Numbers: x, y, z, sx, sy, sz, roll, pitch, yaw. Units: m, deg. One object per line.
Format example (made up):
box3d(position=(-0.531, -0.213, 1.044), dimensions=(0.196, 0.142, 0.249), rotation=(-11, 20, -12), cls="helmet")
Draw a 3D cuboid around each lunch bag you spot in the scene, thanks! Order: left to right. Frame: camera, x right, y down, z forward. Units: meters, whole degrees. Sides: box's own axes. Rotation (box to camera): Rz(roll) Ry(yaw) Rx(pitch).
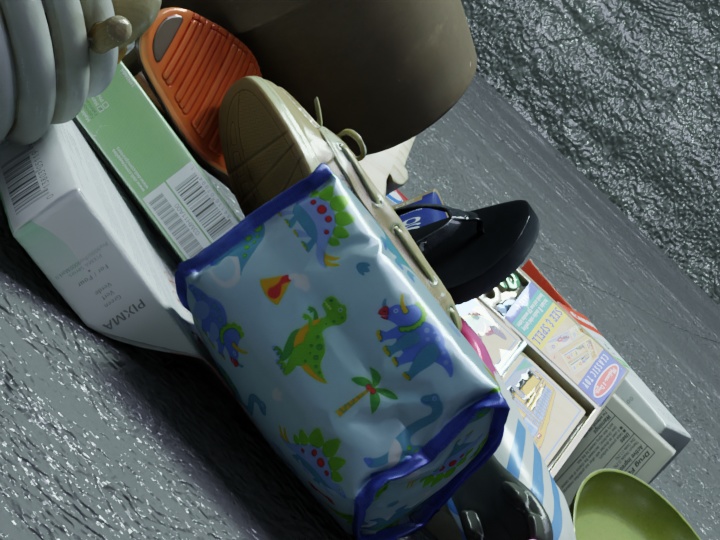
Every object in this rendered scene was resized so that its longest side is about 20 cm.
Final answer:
box3d(position=(-0.009, 0.058, 1.385), dimensions=(0.170, 0.127, 0.200), rotation=(53, -13, 13), cls="lunch bag")

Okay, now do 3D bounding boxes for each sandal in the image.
box3d(position=(0.012, -0.005, 1.533), dimensions=(0.076, 0.199, 0.043), rotation=(-92, 165, -55), cls="sandal")

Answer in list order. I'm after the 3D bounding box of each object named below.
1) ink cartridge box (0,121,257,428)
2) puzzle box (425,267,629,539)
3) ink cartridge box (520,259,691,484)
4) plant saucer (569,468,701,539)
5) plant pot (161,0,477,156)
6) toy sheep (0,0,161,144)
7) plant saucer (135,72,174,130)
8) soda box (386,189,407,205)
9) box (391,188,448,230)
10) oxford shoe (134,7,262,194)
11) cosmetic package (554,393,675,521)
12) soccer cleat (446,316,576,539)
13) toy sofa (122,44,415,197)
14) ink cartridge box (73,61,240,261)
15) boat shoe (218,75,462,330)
box3d(position=(-0.139, -0.003, 1.413), dimensions=(0.200, 0.050, 0.161), rotation=(58, 2, -34), cls="ink cartridge box")
box3d(position=(0.076, 0.082, 1.574), dimensions=(0.133, 0.025, 0.200), rotation=(43, 47, -2), cls="puzzle box")
box3d(position=(0.137, 0.088, 1.817), dimensions=(0.200, 0.109, 0.050), rotation=(50, 13, 32), cls="ink cartridge box")
box3d(position=(0.187, 0.222, 1.585), dimensions=(0.200, 0.031, 0.201), rotation=(39, 33, -31), cls="plant saucer")
box3d(position=(-0.016, -0.173, 1.595), dimensions=(0.175, 0.200, 0.200), rotation=(56, 5, -26), cls="plant pot")
box3d(position=(-0.198, -0.127, 1.319), dimensions=(0.199, 0.138, 0.138), rotation=(-14, 44, -24), cls="toy sheep")
box3d(position=(-0.190, -0.133, 1.689), dimensions=(0.200, 0.034, 0.200), rotation=(41, 13, -11), cls="plant saucer")
box3d(position=(0.020, -0.022, 1.927), dimensions=(0.200, 0.063, 0.070), rotation=(43, 12, -4), cls="soda box")
box3d(position=(0.000, 0.000, 1.642), dimensions=(0.200, 0.120, 0.033), rotation=(-87, 156, -75), cls="box")
box3d(position=(-0.095, -0.095, 1.546), dimensions=(0.073, 0.072, 0.200), rotation=(16, -23, 36), cls="oxford shoe")
box3d(position=(0.102, 0.090, 1.679), dimensions=(0.200, 0.104, 0.073), rotation=(44, -5, -3), cls="cosmetic package")
box3d(position=(0.074, 0.115, 1.498), dimensions=(0.086, 0.070, 0.201), rotation=(39, 23, -54), cls="soccer cleat")
box3d(position=(-0.064, -0.107, 1.686), dimensions=(0.199, 0.098, 0.083), rotation=(32, -30, -19), cls="toy sofa")
box3d(position=(-0.135, -0.073, 1.551), dimensions=(0.146, 0.048, 0.200), rotation=(53, -5, -10), cls="ink cartridge box")
box3d(position=(-0.015, -0.030, 1.486), dimensions=(0.063, 0.073, 0.201), rotation=(-25, 82, -41), cls="boat shoe")
